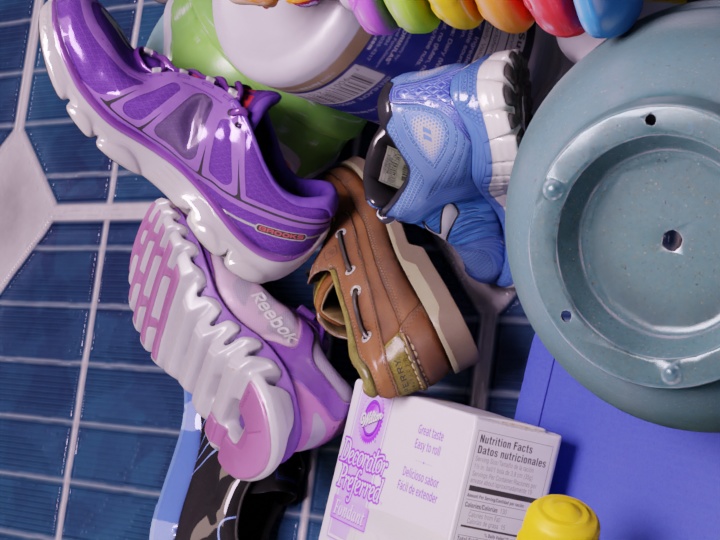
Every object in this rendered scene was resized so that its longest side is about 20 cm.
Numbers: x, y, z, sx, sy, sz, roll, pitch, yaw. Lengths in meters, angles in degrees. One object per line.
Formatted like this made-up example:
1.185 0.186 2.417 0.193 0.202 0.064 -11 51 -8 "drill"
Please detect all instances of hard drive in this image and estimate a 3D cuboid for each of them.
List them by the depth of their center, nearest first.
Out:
0.153 0.109 1.009 0.199 0.025 0.133 12 88 47 "hard drive"

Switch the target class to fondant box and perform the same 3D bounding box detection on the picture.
0.027 0.169 1.072 0.144 0.058 0.201 11 86 64 "fondant box"

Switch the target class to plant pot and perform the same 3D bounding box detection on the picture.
0.147 -0.018 0.882 0.199 0.134 0.202 3 98 22 "plant pot"

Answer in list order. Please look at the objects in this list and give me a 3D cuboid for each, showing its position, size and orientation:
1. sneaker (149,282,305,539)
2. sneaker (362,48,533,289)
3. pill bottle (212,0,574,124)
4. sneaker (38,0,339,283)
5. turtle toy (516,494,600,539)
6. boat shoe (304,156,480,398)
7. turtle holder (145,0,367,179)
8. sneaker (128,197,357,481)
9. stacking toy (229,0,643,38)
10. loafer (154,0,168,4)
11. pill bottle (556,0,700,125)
-0.068 0.093 1.219 0.077 0.070 0.202 4 77 25 "sneaker"
0.049 -0.052 1.049 0.088 0.200 0.079 1 64 11 "sneaker"
0.027 -0.133 1.077 0.115 0.199 0.117 -13 71 41 "pill bottle"
-0.091 -0.087 1.107 0.083 0.200 0.081 -43 10 22 "sneaker"
0.124 0.204 0.928 0.199 0.101 0.147 20 118 19 "turtle toy"
0.000 0.000 1.124 0.068 0.072 0.200 -27 31 -2 "boat shoe"
-0.076 -0.121 1.216 0.132 0.141 0.186 -46 46 21 "turtle holder"
-0.067 0.036 1.170 0.201 0.088 0.081 56 138 35 "sneaker"
0.024 -0.149 0.926 0.199 0.116 0.110 -10 112 18 "stacking toy"
-0.090 -0.254 1.322 0.200 0.070 0.070 -44 52 29 "loafer"
0.159 -0.158 1.011 0.114 0.114 0.202 -1 79 45 "pill bottle"
